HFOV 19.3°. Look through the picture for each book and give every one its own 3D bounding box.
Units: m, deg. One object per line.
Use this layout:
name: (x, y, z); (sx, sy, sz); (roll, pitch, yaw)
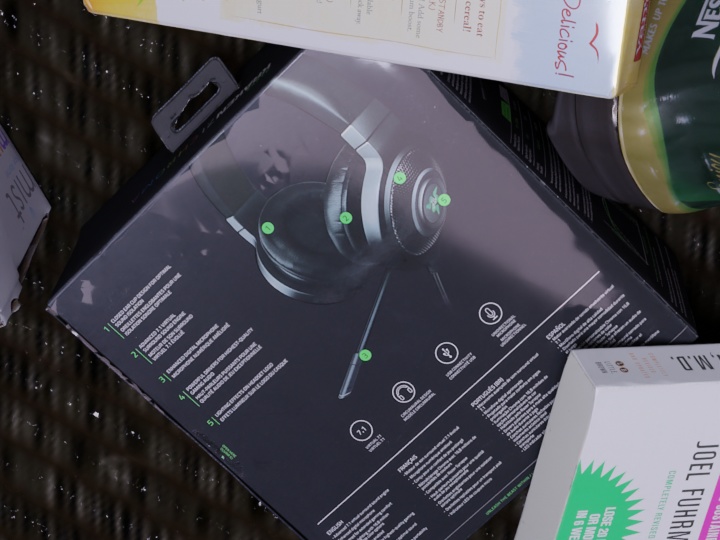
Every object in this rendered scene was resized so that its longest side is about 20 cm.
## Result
book: (0.161, 0.085, 0.835); (0.200, 0.048, 0.134); (-2, 126, -20)

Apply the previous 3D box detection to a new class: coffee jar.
coffee jar: (0.171, -0.068, 0.763); (0.200, 0.104, 0.085); (6, 154, 32)

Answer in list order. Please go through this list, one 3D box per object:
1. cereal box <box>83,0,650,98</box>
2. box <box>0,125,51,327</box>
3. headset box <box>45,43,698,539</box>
cereal box: (0.006, -0.145, 0.722); (0.200, 0.040, 0.144); (12, 104, 17)
box: (-0.224, 0.016, 0.792); (0.176, 0.200, 0.097); (-30, 106, 13)
headset box: (0.000, 0.000, 0.836); (0.200, 0.093, 0.174); (42, 106, -12)
